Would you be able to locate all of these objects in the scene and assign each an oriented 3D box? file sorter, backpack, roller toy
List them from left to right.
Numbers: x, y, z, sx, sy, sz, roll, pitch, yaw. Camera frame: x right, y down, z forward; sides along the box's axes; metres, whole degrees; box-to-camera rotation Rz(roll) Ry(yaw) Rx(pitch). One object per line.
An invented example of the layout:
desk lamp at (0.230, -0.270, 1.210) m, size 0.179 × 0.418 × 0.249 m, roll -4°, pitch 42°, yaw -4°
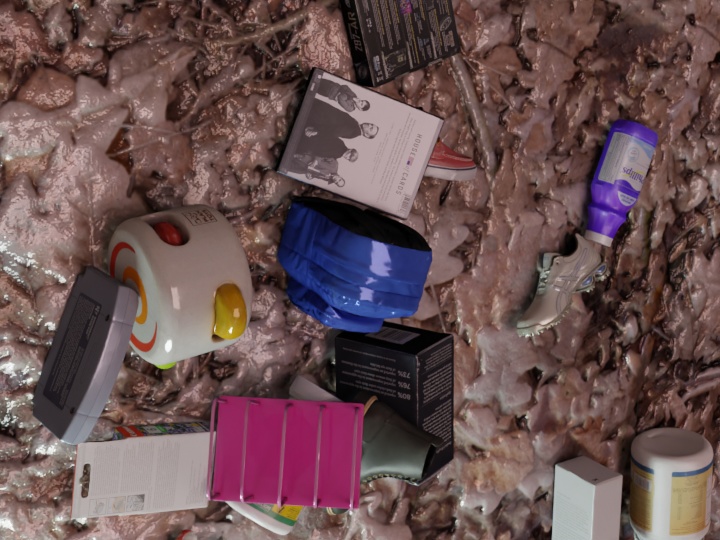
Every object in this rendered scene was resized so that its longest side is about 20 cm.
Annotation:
roller toy at (-0.220, 0.014, 1.523) m, size 0.138 × 0.200 × 0.185 m, roll -15°, pitch 83°, yaw -31°
file sorter at (-0.098, 0.238, 1.598) m, size 0.197 × 0.125 × 0.141 m, roll 3°, pitch 83°, yaw 1°
backpack at (0.000, 0.000, 1.662) m, size 0.161 × 0.199 × 0.170 m, roll 5°, pitch 100°, yaw -36°

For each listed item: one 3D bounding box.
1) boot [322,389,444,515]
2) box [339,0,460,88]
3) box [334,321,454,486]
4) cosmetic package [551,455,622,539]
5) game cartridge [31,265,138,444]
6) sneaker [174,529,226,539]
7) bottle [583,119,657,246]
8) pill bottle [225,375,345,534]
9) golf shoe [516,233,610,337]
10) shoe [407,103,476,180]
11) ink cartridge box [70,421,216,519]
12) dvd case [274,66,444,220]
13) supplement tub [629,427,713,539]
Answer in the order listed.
boot at (0.027, 0.284, 1.704) m, size 0.077 × 0.137 × 0.202 m, roll -36°, pitch 148°, yaw -53°
box at (0.050, -0.375, 1.692) m, size 0.159 × 0.043 × 0.202 m, roll -26°, pitch 116°, yaw -26°
box at (0.050, 0.187, 1.766) m, size 0.104 × 0.147 × 0.203 m, roll -23°, pitch 118°, yaw -51°
cosmetic package at (0.388, 0.435, 2.107) m, size 0.071 × 0.101 × 0.203 m, roll -10°, pitch 109°, yaw -32°
game cartridge at (-0.337, 0.104, 1.500) m, size 0.041 × 0.133 × 0.202 m, roll 20°, pitch 91°, yaw -35°
sneaker at (-0.266, 0.404, 1.681) m, size 0.198 × 0.070 × 0.095 m, roll 7°, pitch 81°, yaw -33°
bottle at (0.418, -0.141, 1.993) m, size 0.083 × 0.065 × 0.202 m, roll 18°, pitch 92°, yaw -37°
pill bottle at (-0.101, 0.255, 1.716) m, size 0.112 × 0.112 × 0.202 m, roll 33°, pitch 84°, yaw -36°
golf shoe at (0.307, 0.022, 1.971) m, size 0.200 × 0.078 × 0.098 m, roll -42°, pitch 105°, yaw -24°
shoe at (0.092, -0.186, 1.753) m, size 0.198 × 0.071 × 0.092 m, roll 5°, pitch 105°, yaw -31°
ink cartridge box at (-0.294, 0.264, 1.625) m, size 0.198 × 0.050 × 0.111 m, roll 1°, pitch 102°, yaw -34°
dvd case at (0.000, -0.172, 1.676) m, size 0.198 × 0.025 × 0.152 m, roll 19°, pitch 97°, yaw -17°
supplement tub at (0.553, 0.398, 2.182) m, size 0.143 × 0.144 × 0.203 m, roll -13°, pitch 110°, yaw -31°
